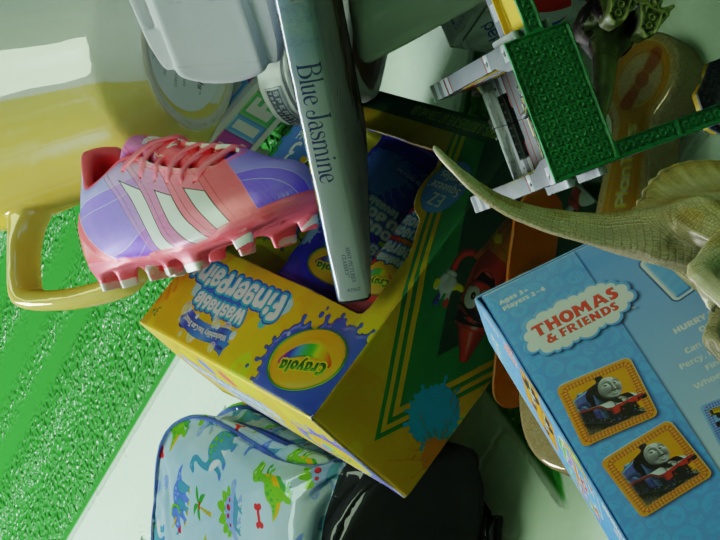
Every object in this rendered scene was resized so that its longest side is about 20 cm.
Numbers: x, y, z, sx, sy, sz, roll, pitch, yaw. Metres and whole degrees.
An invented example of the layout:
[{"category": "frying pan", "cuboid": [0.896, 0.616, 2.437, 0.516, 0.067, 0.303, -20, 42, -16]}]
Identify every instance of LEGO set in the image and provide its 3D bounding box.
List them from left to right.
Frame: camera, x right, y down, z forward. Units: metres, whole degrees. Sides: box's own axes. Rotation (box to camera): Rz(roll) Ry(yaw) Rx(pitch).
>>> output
[{"category": "LEGO set", "cuboid": [0.086, -0.115, 0.899, 0.201, 0.153, 0.116, 62, 164, -3]}]

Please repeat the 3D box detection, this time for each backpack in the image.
[{"category": "backpack", "cuboid": [-0.025, 0.138, 1.142, 0.200, 0.153, 0.164, -130, 40, -66]}]

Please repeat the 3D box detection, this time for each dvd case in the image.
[{"category": "dvd case", "cuboid": [-0.019, -0.107, 0.965, 0.143, 0.017, 0.201, -90, -9, -52]}]

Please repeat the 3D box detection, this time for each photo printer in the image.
[{"category": "photo printer", "cuboid": [-0.071, -0.214, 1.002, 0.167, 0.069, 0.201, 73, -163, -54]}]

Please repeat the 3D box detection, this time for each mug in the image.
[{"category": "mug", "cuboid": [-0.148, -0.090, 1.208, 0.152, 0.149, 0.188, -8, 111, 32]}]

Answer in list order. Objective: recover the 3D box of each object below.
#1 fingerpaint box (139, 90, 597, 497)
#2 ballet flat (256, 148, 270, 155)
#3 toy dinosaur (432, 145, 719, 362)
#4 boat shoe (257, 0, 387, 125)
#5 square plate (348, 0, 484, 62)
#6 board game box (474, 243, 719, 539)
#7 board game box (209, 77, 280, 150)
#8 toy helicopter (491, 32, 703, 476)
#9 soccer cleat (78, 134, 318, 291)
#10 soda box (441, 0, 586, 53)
[{"category": "fingerpaint box", "cuboid": [0.000, 0.000, 1.070, 0.167, 0.073, 0.200, -53, 30, -8]}, {"category": "ballet flat", "cuboid": [-0.040, -0.026, 1.247, 0.067, 0.068, 0.200, -51, 47, 19]}, {"category": "toy dinosaur", "cuboid": [0.129, -0.009, 0.805, 0.101, 0.199, 0.058, -113, 23, -45]}, {"category": "boat shoe", "cuboid": [0.005, -0.165, 1.129, 0.069, 0.071, 0.201, -7, 51, 33]}, {"category": "square plate", "cuboid": [0.059, -0.221, 1.001, 0.199, 0.028, 0.199, -26, 56, 27]}, {"category": "board game box", "cuboid": [0.151, 0.051, 0.813, 0.200, 0.151, 0.037, 61, 175, 42]}, {"category": "board game box", "cuboid": [-0.083, -0.128, 1.265, 0.200, 0.034, 0.135, -47, 45, 16]}, {"category": "toy helicopter", "cuboid": [0.111, -0.007, 0.956, 0.132, 0.079, 0.201, -6, 69, 49]}, {"category": "soccer cleat", "cuboid": [-0.086, -0.038, 1.055, 0.200, 0.066, 0.077, -15, 91, 59]}, {"category": "soda box", "cuboid": [0.053, -0.197, 1.068, 0.064, 0.068, 0.201, -53, 44, 39]}]
